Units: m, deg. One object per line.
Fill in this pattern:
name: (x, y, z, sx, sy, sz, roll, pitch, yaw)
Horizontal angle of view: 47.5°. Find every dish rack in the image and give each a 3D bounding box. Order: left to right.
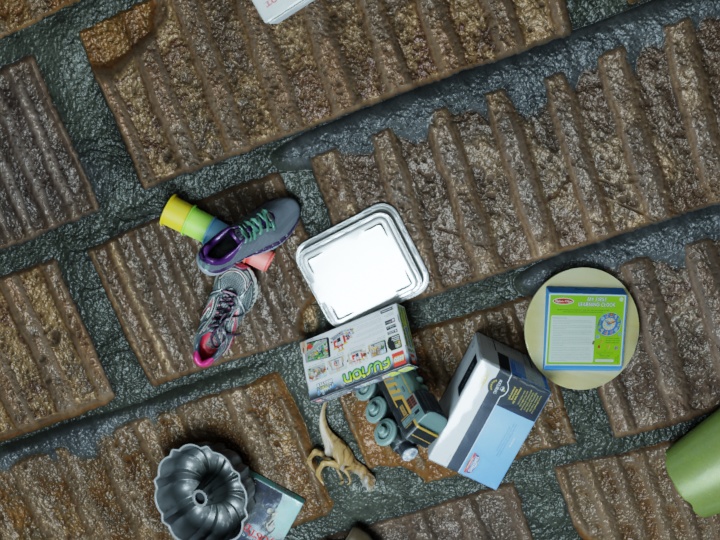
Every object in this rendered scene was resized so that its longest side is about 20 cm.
dish rack: (0.000, 0.000, 1.393, 0.198, 0.044, 0.173, -26, 101, 14)

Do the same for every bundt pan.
bundt pan: (-0.277, 0.405, 1.504, 0.199, 0.076, 0.205, 3, 98, 20)

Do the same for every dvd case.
dvd case: (-0.211, 0.484, 1.561, 0.145, 0.022, 0.201, 29, 107, -1)

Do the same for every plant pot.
plant pot: (0.610, 0.305, 1.336, 0.190, 0.200, 0.200, -39, 98, 28)

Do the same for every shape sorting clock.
shape sorting clock: (0.365, 0.095, 1.354, 0.197, 0.039, 0.203, -1, 96, -8)

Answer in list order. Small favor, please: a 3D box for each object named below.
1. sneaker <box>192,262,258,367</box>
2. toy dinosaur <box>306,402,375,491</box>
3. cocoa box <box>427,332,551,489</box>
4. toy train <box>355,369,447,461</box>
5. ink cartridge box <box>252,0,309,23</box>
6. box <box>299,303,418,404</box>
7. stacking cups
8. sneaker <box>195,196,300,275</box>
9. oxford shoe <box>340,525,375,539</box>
sneaker: (-0.235, 0.079, 1.423, 0.080, 0.075, 0.202, 21, 110, 1)
toy dinosaur: (-0.050, 0.325, 1.489, 0.106, 0.060, 0.201, -37, 104, -10)
cocoa box: (0.213, 0.234, 1.379, 0.130, 0.134, 0.202, 25, 107, -3)
toy train: (0.067, 0.221, 1.375, 0.114, 0.201, 0.085, -44, 129, 14)
ink cartridge box: (-0.129, -0.501, 1.253, 0.144, 0.083, 0.201, -27, 100, 14)
box: (-0.006, 0.143, 1.390, 0.198, 0.035, 0.111, -23, 66, 23)
stacking cups: (-0.242, -0.060, 1.397, 0.198, 0.061, 0.061, 27, 107, -1)
sneaker: (-0.177, -0.059, 1.341, 0.199, 0.088, 0.075, -36, 90, -14)
oxford shoe: (-0.052, 0.554, 1.542, 0.084, 0.073, 0.200, 44, 103, 10)
